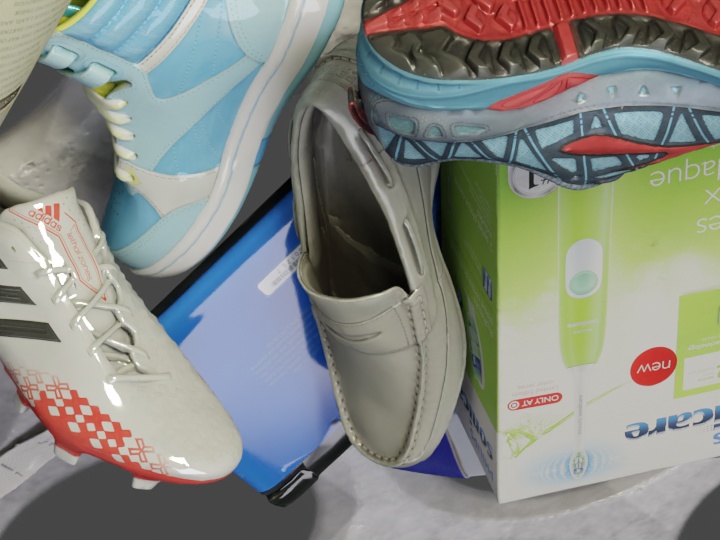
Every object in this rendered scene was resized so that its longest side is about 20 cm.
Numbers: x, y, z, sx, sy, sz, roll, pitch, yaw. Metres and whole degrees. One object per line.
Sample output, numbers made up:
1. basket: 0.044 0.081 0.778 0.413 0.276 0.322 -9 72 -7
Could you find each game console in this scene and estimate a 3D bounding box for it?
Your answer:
1. game console: 0.000 0.000 1.165 0.200 0.118 0.171 -44 121 9

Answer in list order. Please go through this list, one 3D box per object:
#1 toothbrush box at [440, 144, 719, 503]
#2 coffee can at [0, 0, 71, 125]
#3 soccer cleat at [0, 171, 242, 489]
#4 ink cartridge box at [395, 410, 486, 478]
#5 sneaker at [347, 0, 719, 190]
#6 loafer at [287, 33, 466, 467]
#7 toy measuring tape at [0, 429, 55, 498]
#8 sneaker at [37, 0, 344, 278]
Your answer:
1. toothbrush box: 0.113 -0.014 1.062 0.145 0.086 0.200 -11 130 -11
2. coffee can: -0.189 -0.096 0.917 0.146 0.147 0.200 9 134 -33
3. soccer cleat: -0.124 0.013 1.059 0.069 0.200 0.085 -26 149 -50
4. ink cartridge box: 0.087 0.085 1.318 0.199 0.039 0.099 -1 179 -22
5. sneaker: 0.092 -0.075 0.901 0.199 0.079 0.096 0 149 -11
6. loafer: 0.001 0.000 1.044 0.070 0.070 0.200 -38 132 -44
7. toy measuring tape: -0.121 0.089 1.242 0.200 0.074 0.074 -36 140 19
8. sneaker: -0.100 -0.080 1.040 0.130 0.080 0.200 7 132 -27
